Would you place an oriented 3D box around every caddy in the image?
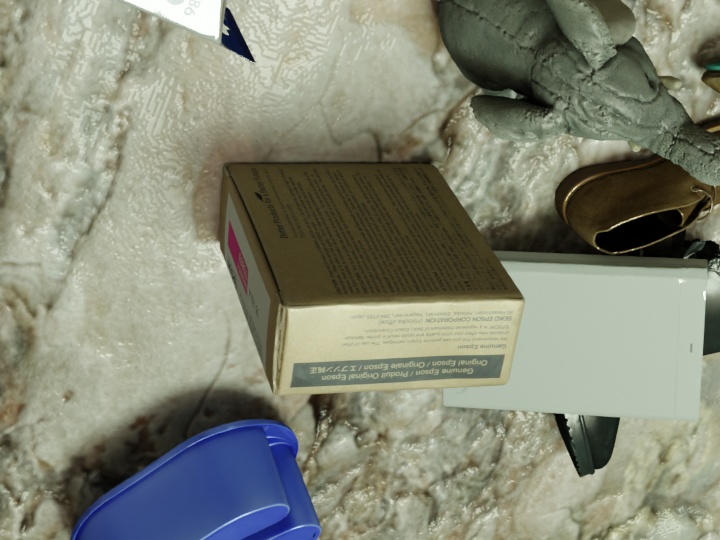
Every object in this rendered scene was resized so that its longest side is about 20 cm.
[{"bbox_3d":[-0.130,0.194,1.140,0.200,0.105,0.141,-33,149,5],"label":"caddy"}]

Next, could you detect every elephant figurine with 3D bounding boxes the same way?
[{"bbox_3d":[0.140,-0.136,0.951,0.155,0.200,0.142,-19,125,-5],"label":"elephant figurine"}]

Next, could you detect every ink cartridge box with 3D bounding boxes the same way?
[{"bbox_3d":[-0.150,-0.197,0.883,0.200,0.099,0.039,22,112,-29],"label":"ink cartridge box"},{"bbox_3d":[0.000,0.000,0.994,0.165,0.200,0.075,-2,121,-16],"label":"ink cartridge box"}]

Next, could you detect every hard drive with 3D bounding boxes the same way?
[{"bbox_3d":[0.162,0.050,1.115,0.200,0.026,0.132,2,116,12],"label":"hard drive"}]

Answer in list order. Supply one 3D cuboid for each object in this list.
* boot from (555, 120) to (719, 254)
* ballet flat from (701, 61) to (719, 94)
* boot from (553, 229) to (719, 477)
[{"bbox_3d":[0.258,-0.060,1.115,0.200,0.075,0.074,-19,123,-6],"label":"boot"},{"bbox_3d":[0.355,-0.135,1.101,0.200,0.068,0.072,-11,107,-17],"label":"ballet flat"},{"bbox_3d":[0.232,0.069,1.189,0.162,0.073,0.198,-17,119,-2],"label":"boot"}]
